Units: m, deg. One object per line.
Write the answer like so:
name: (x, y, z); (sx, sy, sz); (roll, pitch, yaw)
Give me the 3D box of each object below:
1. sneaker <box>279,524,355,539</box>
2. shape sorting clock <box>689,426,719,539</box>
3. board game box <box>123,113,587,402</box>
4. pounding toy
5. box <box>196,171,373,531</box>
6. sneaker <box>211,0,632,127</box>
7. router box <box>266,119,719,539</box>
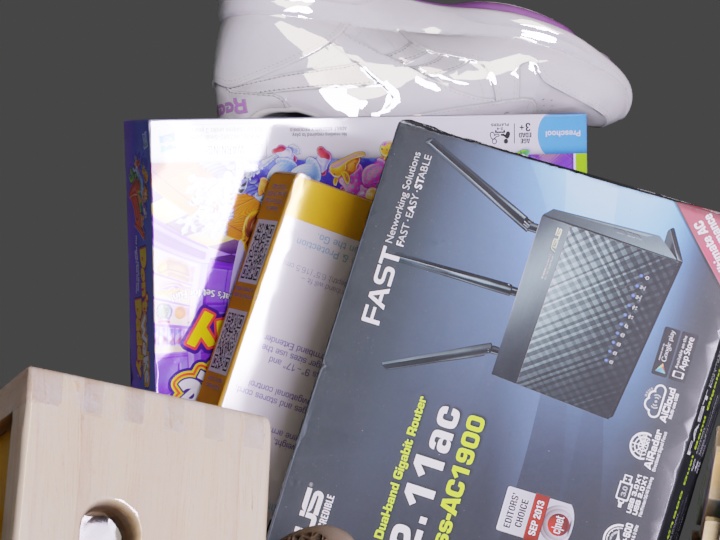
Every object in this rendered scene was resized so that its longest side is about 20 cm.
sneaker: (-0.028, 0.176, 1.058); (0.075, 0.200, 0.071); (17, 37, -21)
shape sorting clock: (0.134, 0.155, 1.111); (0.039, 0.200, 0.201); (13, 63, 3)
board game box: (0.000, 0.000, 1.187); (0.199, 0.045, 0.135); (-2, 93, -19)
pounding toy: (-0.138, 0.121, 1.056); (0.142, 0.184, 0.201); (13, 65, -25)
box: (-0.011, 0.072, 1.143); (0.119, 0.041, 0.201); (20, 88, -19)
sneaker: (0.025, -0.078, 1.254); (0.199, 0.075, 0.100); (9, 81, -12)
router box: (0.060, 0.056, 1.078); (0.149, 0.062, 0.201); (16, 86, 16)
